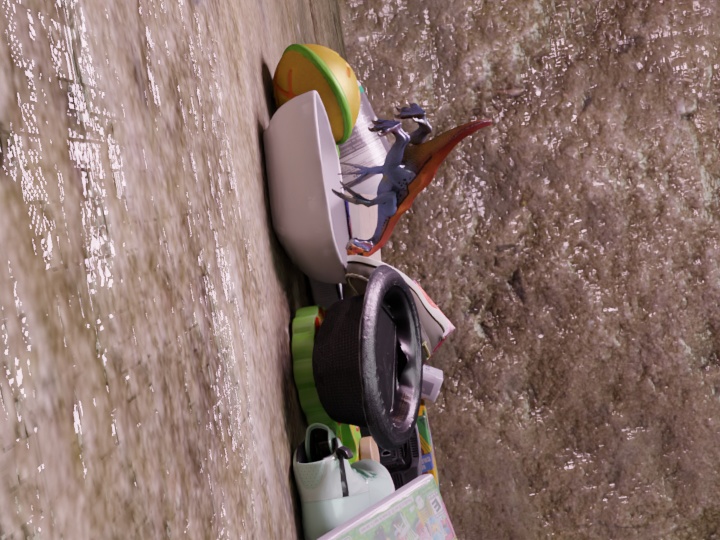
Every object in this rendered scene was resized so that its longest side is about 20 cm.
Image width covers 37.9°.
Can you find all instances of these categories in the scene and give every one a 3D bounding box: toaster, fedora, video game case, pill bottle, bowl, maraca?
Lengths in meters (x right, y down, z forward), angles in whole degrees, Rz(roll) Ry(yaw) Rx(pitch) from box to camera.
[{"bbox_3d":[0.015,0.198,1.419,0.129,0.113,0.201,-104,-179,-68],"label":"toaster"},{"bbox_3d":[0.002,0.097,1.151,0.200,0.091,0.202,-6,90,-69],"label":"fedora"},{"bbox_3d":[0.038,0.322,1.030,0.199,0.022,0.183,-19,89,-47],"label":"video game case"},{"bbox_3d":[-0.010,-0.170,1.559,0.201,0.113,0.113,64,7,-8],"label":"pill bottle"},{"bbox_3d":[-0.063,-0.090,1.246,0.200,0.074,0.201,71,10,-71],"label":"bowl"},{"bbox_3d":[-0.059,-0.218,1.369,0.137,0.107,0.200,53,-18,12],"label":"maraca"}]

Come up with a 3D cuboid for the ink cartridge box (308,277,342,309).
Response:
[{"bbox_3d":[-0.048,-0.005,1.479,0.200,0.040,0.201,-87,168,-72],"label":"ink cartridge box"}]

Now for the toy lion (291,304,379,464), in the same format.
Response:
[{"bbox_3d":[-0.037,0.145,1.234,0.192,0.068,0.202,37,44,-74],"label":"toy lion"}]

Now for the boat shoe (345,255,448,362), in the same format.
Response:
[{"bbox_3d":[0.040,0.048,1.258,0.202,0.072,0.061,43,65,-47],"label":"boat shoe"}]

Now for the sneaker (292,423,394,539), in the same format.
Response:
[{"bbox_3d":[-0.015,0.209,1.110,0.200,0.073,0.119,-37,117,-73],"label":"sneaker"}]

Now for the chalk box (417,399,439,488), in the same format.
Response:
[{"bbox_3d":[0.061,0.315,1.696,0.124,0.124,0.202,-81,160,-77],"label":"chalk box"}]

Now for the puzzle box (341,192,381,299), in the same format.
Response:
[{"bbox_3d":[0.000,0.000,1.358,0.133,0.025,0.202,-154,-121,-74],"label":"puzzle box"}]

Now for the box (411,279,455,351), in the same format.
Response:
[{"bbox_3d":[0.053,0.107,1.551,0.096,0.100,0.200,49,-21,9],"label":"box"}]

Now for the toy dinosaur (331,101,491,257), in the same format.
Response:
[{"bbox_3d":[0.040,-0.088,1.193,0.105,0.199,0.183,-47,142,-48],"label":"toy dinosaur"}]

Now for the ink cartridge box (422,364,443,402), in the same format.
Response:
[{"bbox_3d":[0.056,0.152,1.749,0.200,0.159,0.048,-63,173,-82],"label":"ink cartridge box"}]
